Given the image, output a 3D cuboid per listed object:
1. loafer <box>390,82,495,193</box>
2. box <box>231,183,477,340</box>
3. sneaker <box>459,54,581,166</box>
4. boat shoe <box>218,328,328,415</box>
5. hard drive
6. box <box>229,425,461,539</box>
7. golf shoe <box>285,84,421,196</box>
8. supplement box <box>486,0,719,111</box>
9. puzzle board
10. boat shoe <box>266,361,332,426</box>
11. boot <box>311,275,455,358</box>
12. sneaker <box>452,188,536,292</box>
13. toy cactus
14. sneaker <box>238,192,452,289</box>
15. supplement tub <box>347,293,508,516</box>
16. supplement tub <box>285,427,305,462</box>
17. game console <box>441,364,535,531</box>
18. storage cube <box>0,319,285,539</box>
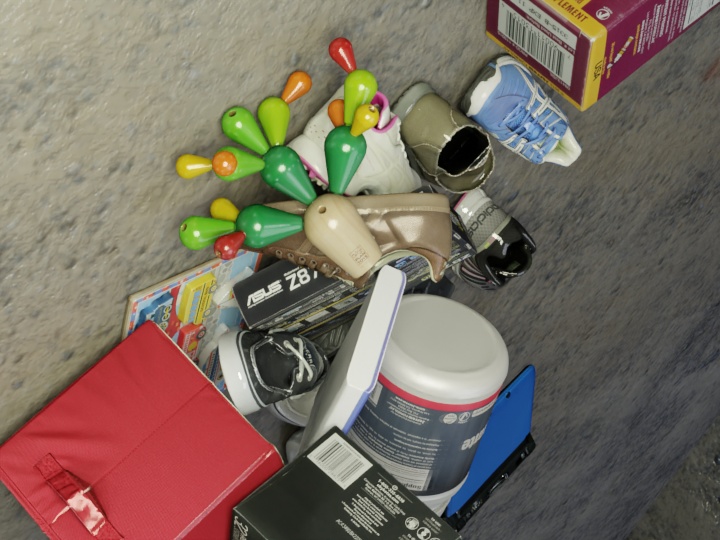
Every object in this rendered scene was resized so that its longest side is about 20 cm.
[{"bbox_3d":[0.087,-0.110,1.353,0.075,0.070,0.200,-50,155,6],"label":"loafer"},{"bbox_3d":[0.000,0.000,1.295,0.199,0.049,0.161,-28,164,10],"label":"box"},{"bbox_3d":[0.164,-0.154,1.406,0.076,0.077,0.199,-52,153,14],"label":"sneaker"},{"bbox_3d":[-0.069,0.083,1.237,0.067,0.072,0.200,-18,170,9],"label":"boat shoe"},{"bbox_3d":[-0.015,0.105,1.254,0.201,0.025,0.133,117,-7,-50],"label":"hard drive"},{"bbox_3d":[-0.022,0.261,1.185,0.124,0.148,0.201,-35,152,-33],"label":"box"},{"bbox_3d":[0.014,-0.105,1.246,0.092,0.075,0.200,-58,156,9],"label":"golf shoe"},{"bbox_3d":[0.227,-0.262,1.287,0.200,0.131,0.104,-39,154,-20],"label":"supplement box"},{"bbox_3d":[-0.159,0.071,1.286,0.150,0.017,0.201,-26,148,-39],"label":"puzzle board"},{"bbox_3d":[-0.004,0.141,1.488,0.199,0.066,0.073,17,87,-31],"label":"boat shoe"},{"bbox_3d":[0.014,0.046,1.480,0.165,0.066,0.200,-46,159,1],"label":"boot"},{"bbox_3d":[0.150,-0.014,1.571,0.074,0.087,0.200,-43,155,-9],"label":"sneaker"},{"bbox_3d":[-0.042,-0.067,1.110,0.200,0.165,0.102,-44,-170,-12],"label":"toy cactus"},{"bbox_3d":[-0.023,-0.021,1.178,0.198,0.076,0.070,-5,178,9],"label":"sneaker"},{"bbox_3d":[0.052,0.137,1.376,0.140,0.140,0.201,-23,141,-42],"label":"supplement tub"},{"bbox_3d":[0.023,0.184,1.613,0.199,0.122,0.123,-36,153,-24],"label":"supplement tub"},{"bbox_3d":[0.119,0.216,1.705,0.170,0.119,0.200,-15,-165,43],"label":"game console"},{"bbox_3d":[-0.174,0.185,1.203,0.180,0.171,0.200,-41,155,-15],"label":"storage cube"}]
